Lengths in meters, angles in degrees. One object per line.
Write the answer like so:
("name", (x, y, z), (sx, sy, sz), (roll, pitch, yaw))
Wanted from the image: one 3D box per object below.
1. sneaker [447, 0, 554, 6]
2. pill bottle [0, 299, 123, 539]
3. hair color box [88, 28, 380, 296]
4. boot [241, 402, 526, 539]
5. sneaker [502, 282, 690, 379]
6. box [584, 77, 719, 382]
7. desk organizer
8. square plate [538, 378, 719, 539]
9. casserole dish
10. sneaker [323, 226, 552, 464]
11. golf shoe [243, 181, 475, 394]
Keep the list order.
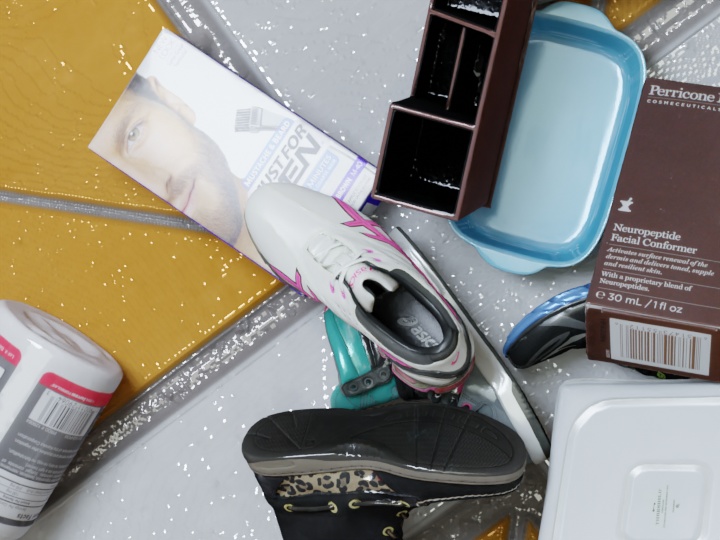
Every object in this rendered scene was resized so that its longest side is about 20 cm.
("sneaker", (0.142, -0.251, 1.144), (0.199, 0.076, 0.114), (-10, 121, 7))
("pill bottle", (-0.273, 0.131, 1.203), (0.111, 0.111, 0.200), (33, 94, 8))
("hair color box", (-0.088, -0.079, 1.203), (0.200, 0.065, 0.109), (34, 94, 10))
("boot", (0.024, 0.173, 1.139), (0.200, 0.073, 0.151), (-2, 122, 14))
("sneaker", (0.200, 0.045, 1.149), (0.200, 0.071, 0.083), (-9, 81, 6))
("box", (0.222, -0.030, 1.097), (0.100, 0.075, 0.200), (9, 56, 16))
("desk organizer", (0.068, -0.140, 1.110), (0.072, 0.077, 0.200), (17, 107, 16))
("square plate", (0.202, 0.155, 1.049), (0.198, 0.028, 0.200), (-5, 60, 32))
("casserole dish", (0.135, -0.095, 1.180), (0.121, 0.039, 0.200), (16, 92, 9))
("sneaker", (0.040, 0.080, 1.166), (0.121, 0.084, 0.200), (-37, 77, 2))
("golf shoe", (0.000, 0.000, 1.105), (0.200, 0.092, 0.073), (39, 81, 13))
